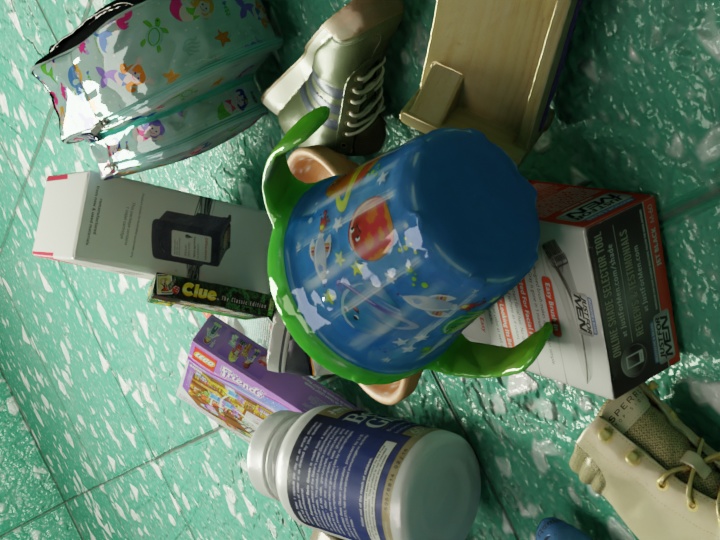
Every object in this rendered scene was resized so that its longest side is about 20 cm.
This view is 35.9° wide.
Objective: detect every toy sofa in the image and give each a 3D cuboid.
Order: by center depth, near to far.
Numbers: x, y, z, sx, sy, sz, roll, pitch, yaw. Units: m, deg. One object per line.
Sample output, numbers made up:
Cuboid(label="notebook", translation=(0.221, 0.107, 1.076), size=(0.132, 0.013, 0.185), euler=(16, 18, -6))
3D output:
Cuboid(label="toy sofa", translation=(0.089, -0.165, 0.622), size=(0.082, 0.098, 0.201), euler=(26, 140, 14))

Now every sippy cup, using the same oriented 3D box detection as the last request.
Cuboid(label="sippy cup", translation=(0.033, -0.015, 0.655), size=(0.130, 0.176, 0.141), euler=(-32, 54, 51))

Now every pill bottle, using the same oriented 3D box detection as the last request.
Cuboid(label="pill bottle", translation=(-0.004, 0.179, 0.972), size=(0.199, 0.111, 0.112), euler=(7, 120, 41))

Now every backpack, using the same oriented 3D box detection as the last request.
Cuboid(label="backpack", translation=(-0.162, -0.170, 0.940), size=(0.199, 0.177, 0.152), euler=(-21, 98, 52))

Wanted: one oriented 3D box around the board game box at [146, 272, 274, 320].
Cuboid(label="board game box", translation=(-0.142, 0.026, 1.021), size=(0.200, 0.104, 0.024), euler=(166, 112, -77))

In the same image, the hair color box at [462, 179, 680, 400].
Cuboid(label="hair color box", translation=(0.107, 0.002, 0.730), size=(0.199, 0.064, 0.112), euler=(17, 126, 57))

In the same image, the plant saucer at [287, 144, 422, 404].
Cuboid(label="plant saucer", translation=(0.000, 0.000, 0.829), size=(0.201, 0.037, 0.201), euler=(54, 157, 36))

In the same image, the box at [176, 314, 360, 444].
Cuboid(label="box", translation=(-0.087, 0.139, 1.120), size=(0.199, 0.039, 0.137), euler=(33, 147, 2))

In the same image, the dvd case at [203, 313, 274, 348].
Cuboid(label="dvd case", translation=(-0.135, 0.044, 1.234), size=(0.200, 0.022, 0.147), euler=(52, 150, 26))

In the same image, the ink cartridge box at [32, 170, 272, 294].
Cuboid(label="ink cartridge box", translation=(-0.197, -0.033, 1.080), size=(0.144, 0.199, 0.085), euler=(4, 83, 59))

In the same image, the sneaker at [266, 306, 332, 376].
Cuboid(label="sneaker", translation=(-0.031, -0.002, 0.962), size=(0.079, 0.079, 0.202), euler=(-79, -2, -68))

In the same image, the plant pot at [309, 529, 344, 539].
Cuboid(label="plant pot", translation=(0.016, 0.314, 1.045), size=(0.199, 0.199, 0.175), euler=(23, 115, 52))

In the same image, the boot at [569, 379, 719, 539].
Cuboid(label="boot", translation=(0.205, 0.124, 0.645), size=(0.156, 0.073, 0.200), euler=(50, 156, 17))

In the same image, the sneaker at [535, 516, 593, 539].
Cuboid(label="sneaker", translation=(0.163, 0.277, 0.870), size=(0.078, 0.065, 0.202), euler=(-133, 30, -52))

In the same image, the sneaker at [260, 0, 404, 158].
Cuboid(label="sneaker", translation=(-0.004, -0.131, 0.821), size=(0.090, 0.067, 0.200), euler=(57, 153, -2))
